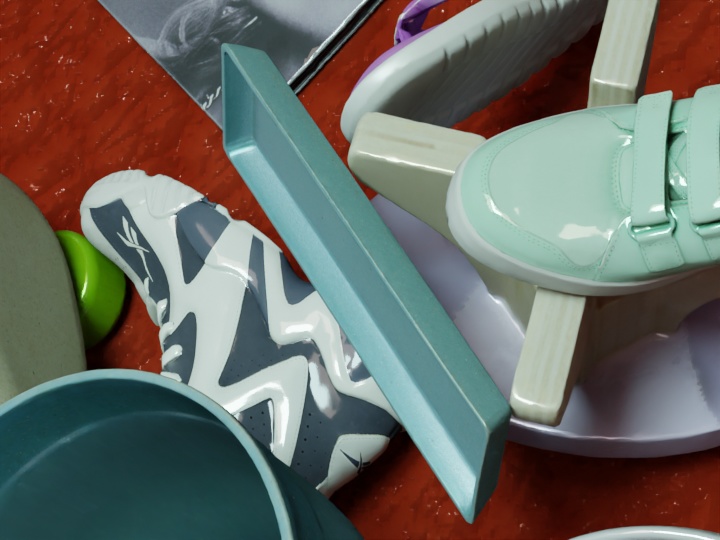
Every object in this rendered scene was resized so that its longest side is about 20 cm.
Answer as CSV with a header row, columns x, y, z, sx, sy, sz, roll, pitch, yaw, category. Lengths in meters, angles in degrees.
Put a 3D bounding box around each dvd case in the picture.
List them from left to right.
x,y,z,sx,sy,sz,roll,pitch,yaw,category
-0.033,-0.176,1.087,0.200,0.016,0.149,-46,57,3,dvd case

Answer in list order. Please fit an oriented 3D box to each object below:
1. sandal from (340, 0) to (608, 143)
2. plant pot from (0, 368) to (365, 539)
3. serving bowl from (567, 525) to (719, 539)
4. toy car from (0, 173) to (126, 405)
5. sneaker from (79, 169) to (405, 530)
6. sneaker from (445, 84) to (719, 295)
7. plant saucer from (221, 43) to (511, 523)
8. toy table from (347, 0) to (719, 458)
x,y,z,sx,sy,sz,roll,pitch,yaw,category
0.049,-0.105,0.933,0.050,0.202,0.083,46,133,13,sandal
-0.063,0.165,0.859,0.199,0.188,0.202,-13,62,26,plant pot
0.119,0.190,0.818,0.198,0.066,0.202,1,94,22,serving bowl
-0.223,0.057,1.007,0.199,0.164,0.159,-27,60,22,toy car
-0.074,0.046,0.979,0.198,0.080,0.130,31,77,22,sneaker
0.126,-0.048,0.756,0.198,0.118,0.074,-2,65,4,sneaker
0.000,0.000,0.847,0.019,0.070,0.201,-23,60,-18,plant saucer
0.085,-0.007,0.870,0.198,0.117,0.185,1,64,6,toy table
